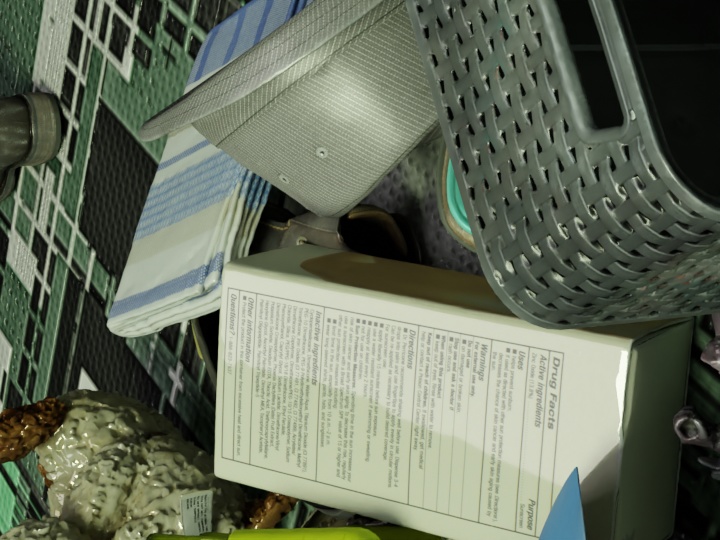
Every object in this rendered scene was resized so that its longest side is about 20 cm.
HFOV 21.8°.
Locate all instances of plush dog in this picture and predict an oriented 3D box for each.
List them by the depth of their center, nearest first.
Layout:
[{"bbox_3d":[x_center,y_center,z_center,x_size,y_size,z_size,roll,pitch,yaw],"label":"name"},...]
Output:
[{"bbox_3d":[-0.132,0.134,1.103,0.161,0.200,0.172,-48,51,1],"label":"plush dog"}]

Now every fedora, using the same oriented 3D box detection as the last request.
[{"bbox_3d":[-0.004,-0.085,0.885,0.200,0.177,0.090,-28,100,48],"label":"fedora"}]

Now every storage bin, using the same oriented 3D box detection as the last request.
[{"bbox_3d":[0.129,-0.066,0.603,0.094,0.199,0.136,-37,63,52],"label":"storage bin"}]

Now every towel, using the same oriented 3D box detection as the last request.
[{"bbox_3d":[-0.077,-0.062,1.024,0.147,0.024,0.201,-19,50,58],"label":"towel"}]

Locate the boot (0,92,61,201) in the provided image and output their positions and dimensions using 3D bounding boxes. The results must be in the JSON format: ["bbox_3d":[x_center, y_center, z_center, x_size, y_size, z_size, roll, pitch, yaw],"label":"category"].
[{"bbox_3d":[-0.325,-0.091,1.344,0.200,0.173,0.070,-24,74,56],"label":"boot"}]

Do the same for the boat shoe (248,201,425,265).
[{"bbox_3d":[0.000,0.000,0.953,0.200,0.074,0.074,37,106,49],"label":"boat shoe"}]

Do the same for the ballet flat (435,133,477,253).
[{"bbox_3d":[0.088,-0.088,0.744,0.068,0.068,0.201,87,-151,-75],"label":"ballet flat"}]

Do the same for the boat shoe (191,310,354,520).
[{"bbox_3d":[-0.045,0.059,0.980,0.072,0.060,0.201,-59,29,15],"label":"boat shoe"}]

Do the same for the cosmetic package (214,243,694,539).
[{"bbox_3d":[0.037,0.056,0.813,0.199,0.071,0.106,12,105,30],"label":"cosmetic package"}]

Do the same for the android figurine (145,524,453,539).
[{"bbox_3d":[0.006,0.137,0.856,0.199,0.182,0.041,-2,82,20],"label":"android figurine"}]

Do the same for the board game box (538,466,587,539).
[{"bbox_3d":[0.078,0.172,0.676,0.200,0.039,0.159,-80,4,-71],"label":"board game box"}]

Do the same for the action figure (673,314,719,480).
[{"bbox_3d":[0.148,0.031,0.697,0.130,0.069,0.201,103,162,-69],"label":"action figure"}]

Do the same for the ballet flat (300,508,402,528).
[{"bbox_3d":[-0.020,0.158,1.012,0.200,0.046,0.068,-55,49,45],"label":"ballet flat"}]
